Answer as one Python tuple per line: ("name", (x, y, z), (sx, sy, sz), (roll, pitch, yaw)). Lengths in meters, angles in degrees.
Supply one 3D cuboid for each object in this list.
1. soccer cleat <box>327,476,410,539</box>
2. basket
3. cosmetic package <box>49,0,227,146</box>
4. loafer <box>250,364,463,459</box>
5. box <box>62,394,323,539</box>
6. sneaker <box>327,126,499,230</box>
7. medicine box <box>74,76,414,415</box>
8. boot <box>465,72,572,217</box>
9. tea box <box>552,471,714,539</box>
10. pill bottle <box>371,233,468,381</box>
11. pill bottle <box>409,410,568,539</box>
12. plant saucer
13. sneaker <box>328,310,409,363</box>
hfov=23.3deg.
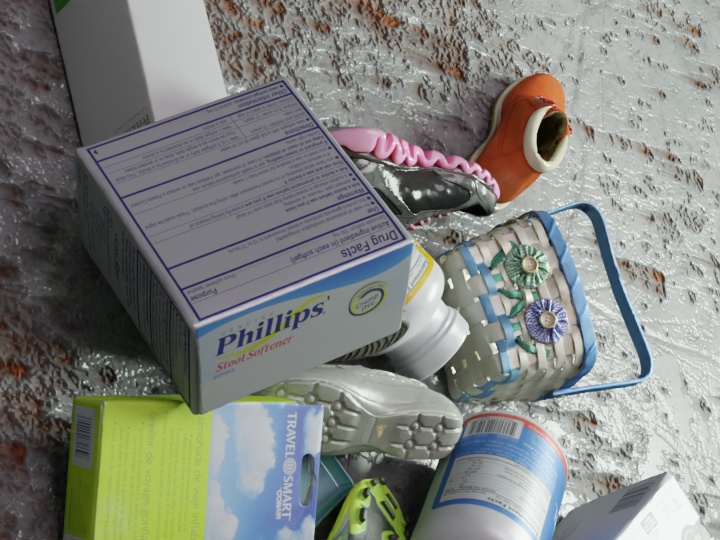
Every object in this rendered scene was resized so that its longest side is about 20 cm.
("soccer cleat", (-0.015, 0.227, 1.369), (0.065, 0.083, 0.200), (51, 24, -10))
("basket", (0.164, 0.036, 1.578), (0.199, 0.139, 0.178), (-12, 76, -35))
("cosmetic package", (-0.179, -0.182, 1.406), (0.084, 0.107, 0.202), (1, 66, -42))
("loafer", (-0.011, 0.110, 1.419), (0.198, 0.070, 0.070), (15, 19, -30))
("box", (-0.121, 0.154, 1.289), (0.199, 0.047, 0.123), (4, 91, -40))
("sneaker", (0.042, -0.066, 1.584), (0.199, 0.079, 0.096), (15, 81, -36))
("medicine box", (-0.089, -0.023, 1.296), (0.181, 0.103, 0.200), (-21, 54, -23))
("boot", (0.175, -0.140, 1.708), (0.075, 0.107, 0.201), (43, 44, -14))
("tea box", (0.228, 0.317, 1.492), (0.200, 0.133, 0.198), (-37, 95, -46))
("pill bottle", (0.000, 0.000, 1.474), (0.200, 0.104, 0.105), (47, 45, -14))
("pill bottle", (0.100, 0.216, 1.424), (0.112, 0.112, 0.201), (45, 36, -14))
("plant saucer", (-0.082, 0.112, 1.402), (0.201, 0.019, 0.070), (56, 43, -5))
("sneaker", (-0.058, 0.009, 1.393), (0.198, 0.075, 0.107), (4, 54, -24))
